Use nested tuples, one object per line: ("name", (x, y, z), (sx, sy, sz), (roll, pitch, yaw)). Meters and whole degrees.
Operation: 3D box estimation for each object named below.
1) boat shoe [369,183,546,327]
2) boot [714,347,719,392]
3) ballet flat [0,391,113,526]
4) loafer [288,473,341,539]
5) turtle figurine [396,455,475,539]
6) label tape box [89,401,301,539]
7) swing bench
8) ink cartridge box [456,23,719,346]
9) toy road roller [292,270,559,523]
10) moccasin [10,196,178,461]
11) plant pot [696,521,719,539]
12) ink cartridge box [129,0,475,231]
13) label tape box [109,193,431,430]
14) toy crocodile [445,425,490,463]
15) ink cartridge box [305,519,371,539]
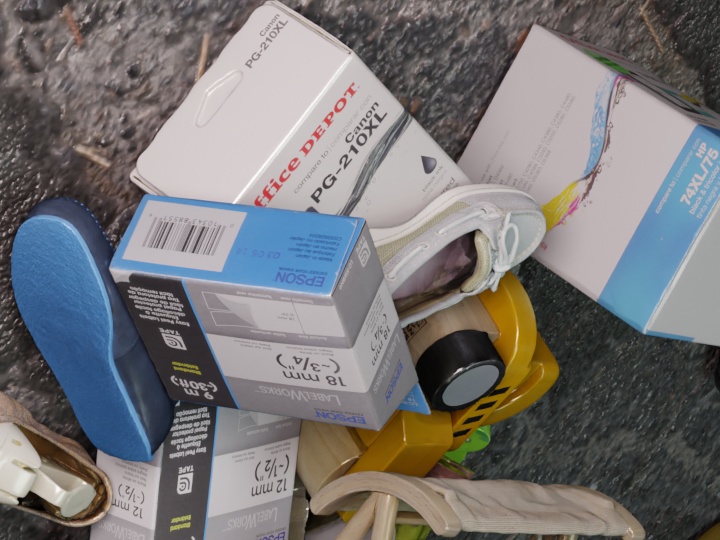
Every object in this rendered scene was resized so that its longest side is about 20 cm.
("boat shoe", (0.051, -0.002, 1.655), (0.202, 0.065, 0.074), (-16, 131, -43))
("boot", (0.385, 0.010, 2.329), (0.165, 0.066, 0.200), (-39, 143, -25))
("ballet flat", (-0.215, 0.119, 1.606), (0.068, 0.067, 0.200), (-54, 150, 5))
("loafer", (-0.070, 0.177, 1.864), (0.200, 0.068, 0.076), (-33, 144, -30))
("turtle figurine", (0.020, 0.205, 1.848), (0.161, 0.064, 0.200), (-58, 156, 3))
("label tape box", (-0.112, 0.159, 1.737), (0.143, 0.066, 0.200), (-9, 107, -50))
("swing bench", (0.055, 0.222, 1.749), (0.199, 0.130, 0.200), (9, 110, -44))
("ink cartridge box", (0.196, -0.060, 1.852), (0.147, 0.200, 0.146), (9, 112, -57))
("toy road roller", (0.046, 0.077, 1.790), (0.146, 0.123, 0.200), (7, 133, -47))
("moccasin", (-0.161, 0.028, 1.575), (0.068, 0.080, 0.200), (-56, 148, -39))
("plant pot", (0.393, 0.372, 2.592), (0.200, 0.196, 0.194), (-16, 134, -37))
("ink cartridge box", (-0.033, -0.057, 1.641), (0.145, 0.084, 0.200), (-52, 144, -4))
("label tape box", (-0.050, 0.045, 1.556), (0.200, 0.144, 0.063), (70, 34, -49))
("toy crocodile", (0.070, 0.082, 1.958), (0.062, 0.068, 0.200), (1, 145, -1))
("ink cartridge box", (-0.049, 0.275, 1.978), (0.200, 0.086, 0.148), (-49, 150, -10))
